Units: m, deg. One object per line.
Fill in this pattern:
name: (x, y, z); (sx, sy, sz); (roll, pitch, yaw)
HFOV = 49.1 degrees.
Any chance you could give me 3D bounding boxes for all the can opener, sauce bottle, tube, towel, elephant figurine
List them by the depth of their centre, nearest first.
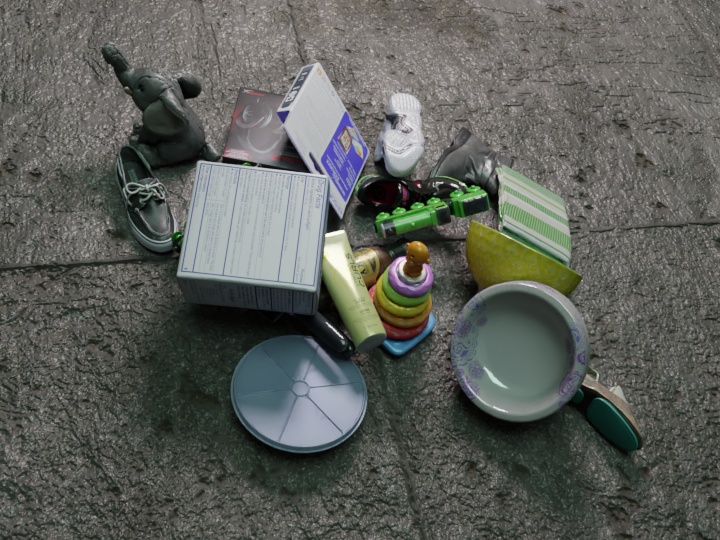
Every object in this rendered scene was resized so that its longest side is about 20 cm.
tube: (-0.022, 0.025, 1.188); (0.058, 0.052, 0.202); (24, 36, -56)
can opener: (-0.084, 0.068, 1.196); (0.199, 0.063, 0.079); (33, 94, 24)
sauce bottle: (0.000, 0.000, 1.272); (0.199, 0.065, 0.065); (-26, 63, -28)
elephant figurine: (-0.330, -0.277, 1.316); (0.154, 0.201, 0.142); (-23, 61, -26)
towel: (0.301, -0.098, 1.375); (0.151, 0.023, 0.201); (27, 36, -12)

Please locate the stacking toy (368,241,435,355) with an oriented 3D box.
stacking toy: (0.068, 0.021, 1.185); (0.116, 0.201, 0.109); (41, 56, 19)

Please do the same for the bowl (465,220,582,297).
bowl: (0.245, 0.011, 1.277); (0.199, 0.200, 0.109); (29, 96, 9)

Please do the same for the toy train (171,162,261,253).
toy train: (-0.223, -0.093, 1.272); (0.042, 0.057, 0.200); (25, 67, 44)

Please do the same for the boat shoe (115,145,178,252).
boat shoe: (-0.349, -0.121, 1.281); (0.073, 0.068, 0.201); (-14, 58, -21)

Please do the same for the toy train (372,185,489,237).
toy train: (0.118, -0.092, 1.296); (0.197, 0.042, 0.056); (-17, 22, -3)

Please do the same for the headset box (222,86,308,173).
headset box: (-0.160, -0.218, 1.390); (0.147, 0.078, 0.202); (10, 51, -5)

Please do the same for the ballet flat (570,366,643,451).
ballet flat: (0.361, 0.189, 1.212); (0.200, 0.068, 0.067); (42, 53, 17)

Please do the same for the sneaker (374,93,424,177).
sneaker: (0.068, -0.214, 1.409); (0.074, 0.116, 0.202); (10, 49, -5)

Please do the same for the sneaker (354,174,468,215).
sneaker: (0.087, -0.123, 1.353); (0.197, 0.078, 0.084); (1, 15, 7)

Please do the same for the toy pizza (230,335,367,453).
toy pizza: (-0.088, 0.178, 1.137); (0.197, 0.032, 0.202); (7, 46, -8)

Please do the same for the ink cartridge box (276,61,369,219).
ink cartridge box: (-0.066, -0.218, 1.341); (0.043, 0.199, 0.201); (-12, 37, 29)

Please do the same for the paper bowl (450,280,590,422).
paper bowl: (0.241, 0.117, 1.173); (0.200, 0.201, 0.104); (43, 18, 19)

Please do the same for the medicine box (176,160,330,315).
medicine box: (-0.150, -0.045, 1.143); (0.197, 0.103, 0.184); (7, 67, -3)

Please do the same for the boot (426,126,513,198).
boot: (0.201, -0.172, 1.444); (0.131, 0.070, 0.201); (34, 59, 5)
